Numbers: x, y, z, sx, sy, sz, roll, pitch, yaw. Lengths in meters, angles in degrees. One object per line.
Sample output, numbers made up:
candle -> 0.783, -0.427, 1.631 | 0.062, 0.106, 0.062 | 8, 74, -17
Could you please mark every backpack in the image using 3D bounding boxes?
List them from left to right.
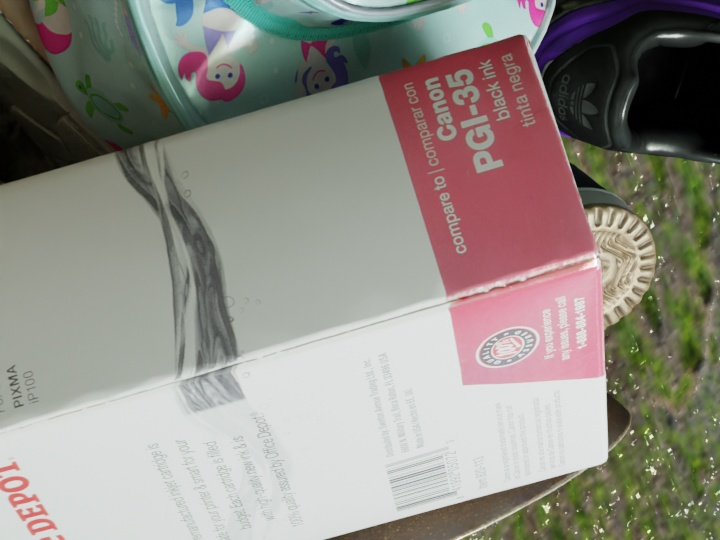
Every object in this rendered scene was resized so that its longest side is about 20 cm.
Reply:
backpack -> -0.021, -0.130, 0.718 | 0.176, 0.150, 0.202 | -18, 107, -34

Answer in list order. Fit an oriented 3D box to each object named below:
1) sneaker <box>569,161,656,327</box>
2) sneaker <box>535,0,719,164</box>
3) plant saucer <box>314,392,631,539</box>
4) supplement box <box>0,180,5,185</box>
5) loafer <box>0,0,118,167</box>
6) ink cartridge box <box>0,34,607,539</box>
sneaker -> 0.000, 0.000, 0.857 | 0.198, 0.109, 0.071 | -16, 122, -9
sneaker -> 0.153, -0.079, 0.912 | 0.199, 0.099, 0.070 | -12, 119, -28
plant saucer -> 0.001, 0.076, 0.836 | 0.199, 0.200, 0.032 | -24, 94, -23
supplement box -> -0.181, 0.049, 0.767 | 0.201, 0.069, 0.066 | -53, 134, -1
loafer -> -0.097, -0.079, 0.769 | 0.063, 0.072, 0.200 | -52, 126, -12
ink cartridge box -> -0.030, 0.023, 0.694 | 0.198, 0.083, 0.147 | -15, 153, -1
